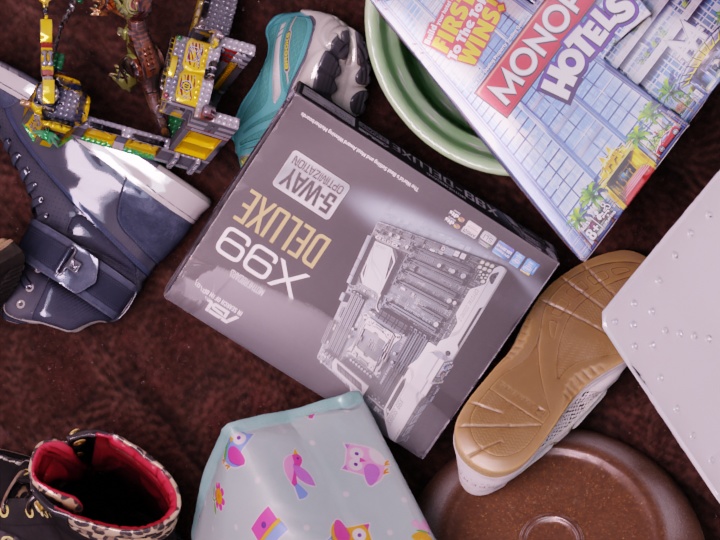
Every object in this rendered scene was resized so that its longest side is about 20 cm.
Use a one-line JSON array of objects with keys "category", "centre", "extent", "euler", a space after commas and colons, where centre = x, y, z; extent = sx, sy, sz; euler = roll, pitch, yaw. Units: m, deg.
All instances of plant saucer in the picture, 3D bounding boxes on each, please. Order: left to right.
[{"category": "plant saucer", "centre": [0.122, 0.181, 1.354], "extent": [0.199, 0.037, 0.201], "euler": [-3, 58, 5]}]

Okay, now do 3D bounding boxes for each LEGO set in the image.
[{"category": "LEGO set", "centre": [-0.128, -0.159, 1.341], "extent": [0.153, 0.116, 0.201], "euler": [24, 70, -12]}]

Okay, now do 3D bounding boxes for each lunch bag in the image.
[{"category": "lunch bag", "centre": [-0.033, 0.201, 1.334], "extent": [0.122, 0.200, 0.171], "euler": [-13, 59, -28]}]

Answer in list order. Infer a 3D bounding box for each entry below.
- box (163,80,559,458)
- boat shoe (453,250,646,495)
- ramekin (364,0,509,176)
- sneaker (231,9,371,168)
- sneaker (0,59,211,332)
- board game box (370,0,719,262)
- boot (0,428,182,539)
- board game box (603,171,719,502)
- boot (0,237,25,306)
[{"category": "box", "centre": [0.000, 0.000, 1.341], "extent": [0.200, 0.050, 0.158], "euler": [33, 103, -8]}, {"category": "boat shoe", "centre": [0.125, 0.066, 1.373], "extent": [0.071, 0.069, 0.200], "euler": [40, 63, 15]}, {"category": "ramekin", "centre": [0.105, -0.160, 1.364], "extent": [0.199, 0.098, 0.201], "euler": [0, 92, 5]}, {"category": "sneaker", "centre": [-0.051, -0.074, 1.404], "extent": [0.079, 0.077, 0.201], "euler": [24, 102, 37]}, {"category": "sneaker", "centre": [-0.222, -0.046, 1.407], "extent": [0.202, 0.077, 0.146], "euler": [36, 92, 2]}, {"category": "board game box", "centre": [0.116, -0.145, 1.283], "extent": [0.200, 0.062, 0.200], "euler": [37, 94, 1]}, {"category": "boot", "centre": [-0.200, 0.145, 1.369], "extent": [0.199, 0.151, 0.073], "euler": [25, 66, 5]}, {"category": "board game box", "centre": [0.250, 0.045, 1.248], "extent": [0.200, 0.026, 0.200], "euler": [58, 137, 24]}, {"category": "boot", "centre": [-0.309, -0.005, 1.378], "extent": [0.200, 0.077, 0.139], "euler": [-39, 83, 42]}]
